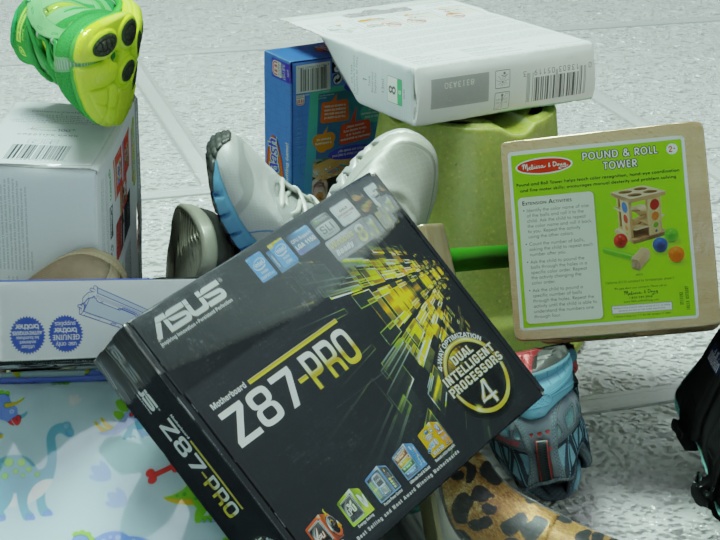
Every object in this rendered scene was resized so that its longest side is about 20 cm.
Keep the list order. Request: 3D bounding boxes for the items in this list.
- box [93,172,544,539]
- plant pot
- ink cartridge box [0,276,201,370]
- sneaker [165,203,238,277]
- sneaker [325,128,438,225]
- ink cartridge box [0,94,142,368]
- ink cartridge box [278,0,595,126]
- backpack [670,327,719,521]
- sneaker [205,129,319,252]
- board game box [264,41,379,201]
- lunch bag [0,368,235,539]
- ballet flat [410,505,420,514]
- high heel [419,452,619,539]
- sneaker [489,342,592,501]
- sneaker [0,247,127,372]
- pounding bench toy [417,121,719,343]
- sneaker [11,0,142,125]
[{"bbox_3d":[-0.015,0.057,0.807,0.200,0.049,0.161,-33,82,-41],"label":"box"},{"bbox_3d":[0.077,-0.041,1.161,0.200,0.185,0.200,1,24,0],"label":"plant pot"},{"bbox_3d":[-0.124,0.029,0.845,0.200,0.044,0.094,-1,-6,-36],"label":"ink cartridge box"},{"bbox_3d":[-0.085,-0.005,1.126,0.106,0.075,0.200,0,-8,-11],"label":"sneaker"},{"bbox_3d":[0.000,0.000,1.001,0.075,0.200,0.081,29,-6,-17],"label":"sneaker"},{"bbox_3d":[-0.200,-0.006,1.042,0.084,0.201,0.176,3,22,1],"label":"ink cartridge box"},{"bbox_3d":[0.053,-0.161,1.156,0.161,0.050,0.200,-12,22,-29],"label":"ink cartridge box"},{"bbox_3d":[0.297,0.060,0.915,0.153,0.200,0.176,21,22,-5],"label":"backpack"},{"bbox_3d":[-0.034,-0.027,1.063,0.086,0.200,0.075,-22,37,18],"label":"sneaker"},{"bbox_3d":[-0.003,-0.087,1.245,0.152,0.201,0.045,-12,26,-31],"label":"board game box"},{"bbox_3d":[-0.145,0.129,0.806,0.199,0.083,0.161,-3,58,-3],"label":"lunch bag"},{"bbox_3d":[0.020,0.100,1.000,0.070,0.067,0.200,23,20,-12],"label":"ballet flat"},{"bbox_3d":[0.112,0.145,0.858,0.142,0.072,0.200,-9,41,-9],"label":"high heel"},{"bbox_3d":[0.106,0.100,0.977,0.079,0.096,0.200,-13,-4,9],"label":"sneaker"},{"bbox_3d":[-0.226,0.062,0.933,0.200,0.070,0.076,-41,18,15],"label":"sneaker"},{"bbox_3d":[0.132,-0.015,1.016,0.199,0.125,0.156,-6,-5,12],"label":"pounding bench toy"},{"bbox_3d":[-0.186,-0.140,0.992,0.083,0.074,0.200,7,13,-9],"label":"sneaker"}]
